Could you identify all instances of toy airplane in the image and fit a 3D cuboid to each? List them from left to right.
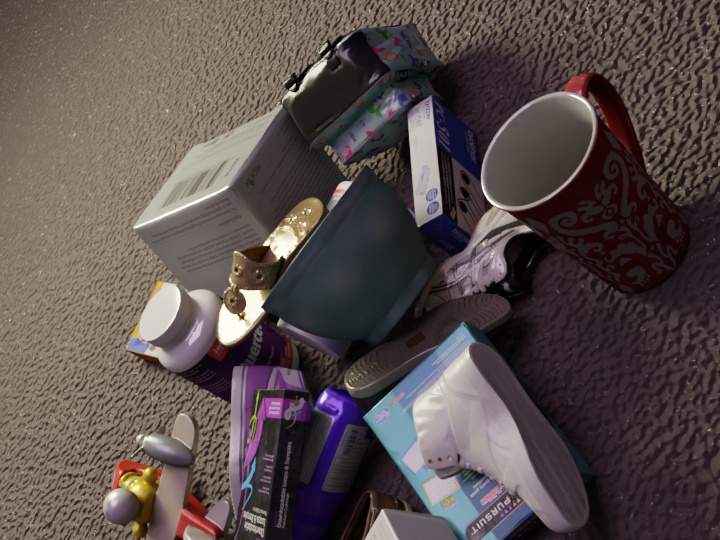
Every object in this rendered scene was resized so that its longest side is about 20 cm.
[{"bbox_3d":[-0.251,0.303,1.525,0.199,0.141,0.200,-37,57,40],"label":"toy airplane"}]

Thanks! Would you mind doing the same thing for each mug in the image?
[{"bbox_3d":[0.246,-0.086,1.223,0.178,0.200,0.133,-54,36,1],"label":"mug"}]

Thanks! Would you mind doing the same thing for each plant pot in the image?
[{"bbox_3d":[0.000,0.000,1.368,0.200,0.134,0.200,-54,2,3],"label":"plant pot"}]

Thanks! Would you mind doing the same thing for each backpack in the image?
[{"bbox_3d":[0.019,-0.242,1.621,0.178,0.151,0.200,-40,-2,36],"label":"backpack"}]

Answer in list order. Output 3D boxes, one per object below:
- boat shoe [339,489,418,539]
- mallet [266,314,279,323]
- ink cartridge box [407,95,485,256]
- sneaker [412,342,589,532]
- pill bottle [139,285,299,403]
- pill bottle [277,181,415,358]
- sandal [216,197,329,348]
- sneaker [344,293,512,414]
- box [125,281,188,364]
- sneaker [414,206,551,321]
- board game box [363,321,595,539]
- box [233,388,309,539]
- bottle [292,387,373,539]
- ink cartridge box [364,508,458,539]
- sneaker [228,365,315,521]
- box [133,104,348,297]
[{"bbox_3d":[-0.020,0.325,1.298,0.202,0.075,0.075,-60,23,-10],"label":"boat shoe"},{"bbox_3d":[-0.145,0.010,1.729,0.066,0.041,0.200,-53,32,2],"label":"mallet"},{"bbox_3d":[0.106,-0.112,1.489,0.044,0.094,0.200,-30,43,29],"label":"ink cartridge box"},{"bbox_3d":[0.128,0.182,1.168,0.116,0.074,0.200,-46,61,30],"label":"sneaker"},{"bbox_3d":[-0.180,0.098,1.557,0.112,0.200,0.113,-28,44,32],"label":"pill bottle"},{"bbox_3d":[-0.018,0.002,1.520,0.120,0.120,0.200,15,74,52],"label":"pill bottle"},{"bbox_3d":[-0.124,-0.013,1.465,0.078,0.070,0.212,28,77,44],"label":"sandal"},{"bbox_3d":[0.090,0.109,1.350,0.200,0.106,0.075,-29,32,4],"label":"sneaker"},{"bbox_3d":[-0.261,0.083,1.795,0.200,0.041,0.119,5,66,52],"label":"box"},{"bbox_3d":[0.138,0.013,1.372,0.200,0.076,0.088,-55,36,1],"label":"sneaker"},{"bbox_3d":[0.116,0.177,1.237,0.151,0.047,0.200,-45,59,14],"label":"board game box"},{"bbox_3d":[-0.103,0.235,1.380,0.143,0.036,0.200,162,115,-70],"label":"box"},{"bbox_3d":[-0.045,0.235,1.395,0.065,0.084,0.200,23,94,28],"label":"bottle"},{"bbox_3d":[0.034,0.354,1.168,0.200,0.084,0.146,-62,33,21],"label":"ink cartridge box"},{"bbox_3d":[-0.101,0.217,1.486,0.073,0.114,0.201,-173,85,-90],"label":"sneaker"},{"bbox_3d":[-0.152,-0.082,1.652,0.199,0.171,0.200,-19,30,38],"label":"box"}]
